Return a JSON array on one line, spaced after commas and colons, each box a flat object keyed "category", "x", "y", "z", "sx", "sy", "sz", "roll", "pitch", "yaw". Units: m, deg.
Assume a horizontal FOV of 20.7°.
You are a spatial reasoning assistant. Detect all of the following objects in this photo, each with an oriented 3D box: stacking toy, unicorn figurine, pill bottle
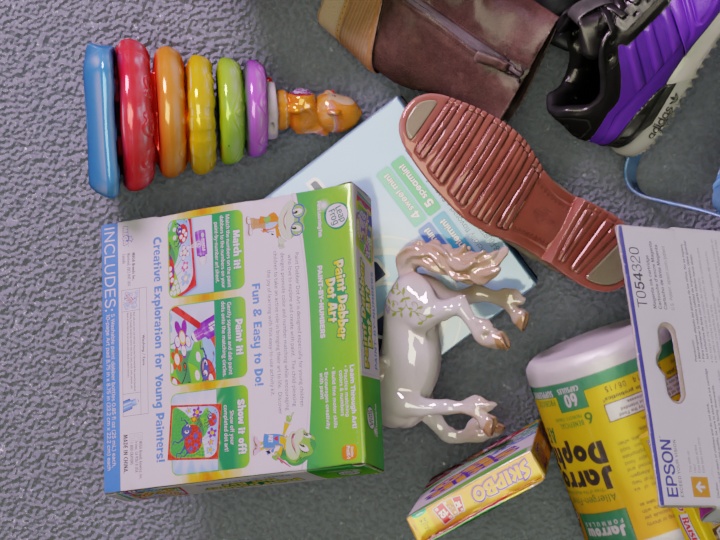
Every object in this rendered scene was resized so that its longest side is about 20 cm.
[{"category": "stacking toy", "x": -0.098, "y": -0.114, "z": 1.418, "sx": 0.199, "sy": 0.116, "sz": 0.110, "roll": -2, "pitch": 98, "yaw": -5}, {"category": "unicorn figurine", "x": 0.037, "y": 0.073, "z": 1.389, "sx": 0.137, "sy": 0.074, "sz": 0.201, "roll": 14, "pitch": 83, "yaw": 17}, {"category": "pill bottle", "x": 0.200, "y": 0.142, "z": 1.396, "sx": 0.112, "sy": 0.113, "sz": 0.201, "roll": -20, "pitch": 93, "yaw": 7}]

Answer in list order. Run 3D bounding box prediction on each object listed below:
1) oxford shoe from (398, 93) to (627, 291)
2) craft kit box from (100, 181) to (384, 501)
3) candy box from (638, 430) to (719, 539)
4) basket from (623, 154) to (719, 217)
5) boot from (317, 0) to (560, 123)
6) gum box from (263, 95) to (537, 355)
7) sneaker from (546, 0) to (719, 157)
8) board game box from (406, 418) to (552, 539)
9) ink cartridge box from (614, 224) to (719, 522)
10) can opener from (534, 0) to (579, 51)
[{"category": "oxford shoe", "x": 0.103, "y": -0.052, "z": 1.391, "sx": 0.200, "sy": 0.074, "sz": 0.071, "roll": 39, "pitch": 85, "yaw": -12}, {"category": "craft kit box", "x": -0.085, "y": 0.051, "z": 1.374, "sx": 0.197, "sy": 0.048, "sz": 0.201, "roll": -9, "pitch": 73, "yaw": 22}, {"category": "candy box", "x": 0.287, "y": 0.118, "z": 1.370, "sx": 0.200, "sy": 0.026, "sz": 0.103, "roll": -27, "pitch": 91, "yaw": -32}, {"category": "basket", "x": 0.292, "y": -0.112, "z": 1.361, "sx": 0.200, "sy": 0.139, "sz": 0.177, "roll": 22, "pitch": 98, "yaw": 38}, {"category": "boot", "x": 0.072, "y": -0.217, "z": 1.386, "sx": 0.166, "sy": 0.072, "sz": 0.201, "roll": 30, "pitch": 112, "yaw": 16}, {"category": "gum box", "x": 0.000, "y": 0.000, "z": 1.437, "sx": 0.200, "sy": 0.045, "sz": 0.170, "roll": -36, "pitch": 91, "yaw": 9}, {"category": "sneaker", "x": 0.191, "y": -0.175, "z": 1.347, "sx": 0.099, "sy": 0.070, "sz": 0.201, "roll": 13, "pitch": 113, "yaw": -29}, {"category": "board game box", "x": 0.085, "y": 0.146, "z": 1.363, "sx": 0.095, "sy": 0.200, "sz": 0.030, "roll": -30, "pitch": 91, "yaw": 7}, {"category": "ink cartridge box", "x": 0.261, "y": 0.071, "z": 1.329, "sx": 0.199, "sy": 0.043, "sz": 0.197, "roll": 4, "pitch": 68, "yaw": -24}, {"category": "can opener", "x": 0.168, "y": -0.258, "z": 1.399, "sx": 0.063, "sy": 0.079, "sz": 0.201, "roll": 31, "pitch": 95, "yaw": 41}]
